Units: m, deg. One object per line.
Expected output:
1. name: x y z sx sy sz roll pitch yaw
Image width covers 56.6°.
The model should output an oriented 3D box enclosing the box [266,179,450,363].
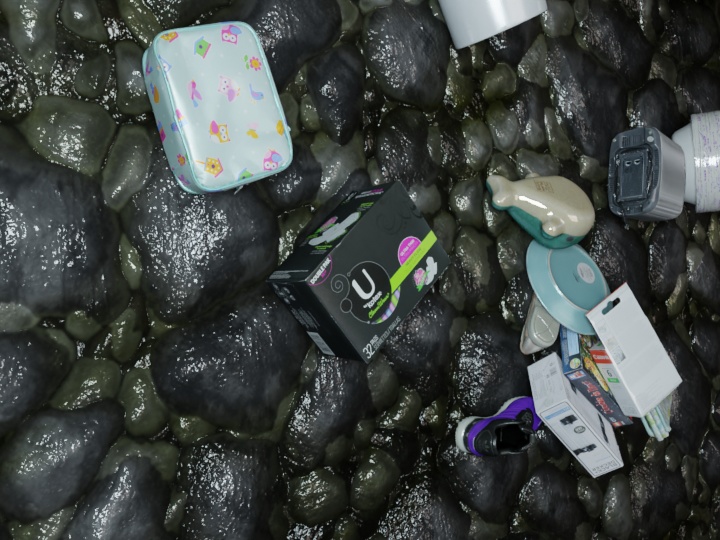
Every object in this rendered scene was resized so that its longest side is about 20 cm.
1. box: 0.000 0.000 0.923 0.200 0.123 0.150 -47 113 -24

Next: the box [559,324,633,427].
1. box: 0.428 0.175 1.215 0.199 0.037 0.139 42 39 -31

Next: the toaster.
1. toaster: 0.568 -0.176 1.320 0.127 0.113 0.206 8 82 -35

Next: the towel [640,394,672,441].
1. towel: 0.532 0.198 1.272 0.203 0.048 0.171 63 30 -3

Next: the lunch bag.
1. lunch bag: -0.173 -0.199 0.840 0.158 0.076 0.205 -22 101 -34

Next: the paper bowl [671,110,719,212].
1. paper bowl: 0.705 -0.223 1.391 0.200 0.102 0.206 -3 90 -65

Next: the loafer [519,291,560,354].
1. loafer: 0.326 0.064 1.184 0.071 0.063 0.201 35 51 -1

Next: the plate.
1. plate: 0.378 0.016 1.185 0.196 0.026 0.204 15 54 -22

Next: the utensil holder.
1. utensil holder: 0.189 -0.475 1.041 0.169 0.168 0.204 -33 108 -30

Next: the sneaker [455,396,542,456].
1. sneaker: 0.257 0.264 1.100 0.197 0.099 0.071 -12 96 -36

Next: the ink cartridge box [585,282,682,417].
1. ink cartridge box: 0.460 0.137 1.157 0.108 0.050 0.203 -32 93 -18

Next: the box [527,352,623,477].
1. box: 0.377 0.255 1.174 0.200 0.060 0.118 45 27 -25

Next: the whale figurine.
1. whale figurine: 0.302 -0.102 1.153 0.195 0.105 0.161 10 43 -15
